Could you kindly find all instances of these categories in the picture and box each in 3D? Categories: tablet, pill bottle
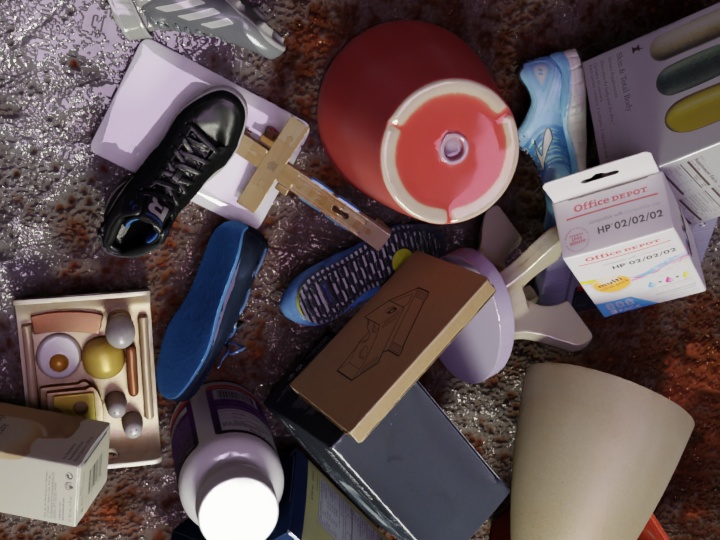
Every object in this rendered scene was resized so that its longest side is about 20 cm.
[{"bbox_3d":[-0.164,-0.138,1.342,0.198,0.014,0.131,26,101,-21],"label":"tablet"},{"bbox_3d":[-0.140,0.206,1.366,0.110,0.200,0.113,-4,110,-11],"label":"pill bottle"}]

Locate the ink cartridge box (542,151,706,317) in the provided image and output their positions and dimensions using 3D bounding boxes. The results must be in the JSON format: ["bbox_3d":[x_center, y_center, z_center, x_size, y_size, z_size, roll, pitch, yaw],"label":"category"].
[{"bbox_3d":[0.266,-0.031,1.300,0.114,0.069,0.200,-17,150,20],"label":"ink cartridge box"}]

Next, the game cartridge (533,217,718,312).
[{"bbox_3d":[0.293,-0.009,1.453,0.197,0.039,0.131,-11,139,-9],"label":"game cartridge"}]

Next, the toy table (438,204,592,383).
[{"bbox_3d":[0.151,0.028,1.395,0.116,0.200,0.186,-26,80,-21],"label":"toy table"}]

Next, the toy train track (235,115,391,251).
[{"bbox_3d":[-0.054,-0.090,1.349,0.199,0.033,0.115,34,116,-7],"label":"toy train track"}]

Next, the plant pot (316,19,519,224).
[{"bbox_3d":[0.068,-0.141,1.308,0.197,0.177,0.204,-4,109,-12],"label":"plant pot"}]

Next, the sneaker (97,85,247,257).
[{"bbox_3d":[-0.182,-0.086,1.282,0.073,0.112,0.200,37,110,-21],"label":"sneaker"}]

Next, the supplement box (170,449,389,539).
[{"bbox_3d":[-0.083,0.348,1.437,0.199,0.135,0.200,-34,114,21],"label":"supplement box"}]

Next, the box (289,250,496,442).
[{"bbox_3d":[0.028,0.070,1.300,0.200,0.163,0.021,-47,116,-9],"label":"box"}]

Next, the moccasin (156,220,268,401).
[{"bbox_3d":[-0.147,0.050,1.374,0.068,0.080,0.202,17,104,-52],"label":"moccasin"}]

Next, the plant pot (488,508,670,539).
[{"bbox_3d":[0.259,0.349,1.524,0.199,0.176,0.201,-36,114,1],"label":"plant pot"}]

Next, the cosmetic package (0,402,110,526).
[{"bbox_3d":[-0.365,0.189,1.326,0.197,0.105,0.072,10,110,4],"label":"cosmetic package"}]

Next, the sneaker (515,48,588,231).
[{"bbox_3d":[0.202,-0.137,1.410,0.088,0.078,0.203,-2,107,8],"label":"sneaker"}]

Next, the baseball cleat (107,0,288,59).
[{"bbox_3d":[-0.172,-0.253,1.279,0.199,0.070,0.107,37,105,-12],"label":"baseball cleat"}]

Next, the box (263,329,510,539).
[{"bbox_3d":[0.024,0.187,1.387,0.117,0.199,0.197,-45,113,-13],"label":"box"}]

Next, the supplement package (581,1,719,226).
[{"bbox_3d":[0.354,-0.157,1.316,0.198,0.154,0.150,-21,150,29],"label":"supplement package"}]

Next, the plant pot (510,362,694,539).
[{"bbox_3d":[0.230,0.227,1.355,0.186,0.187,0.203,27,73,-20],"label":"plant pot"}]

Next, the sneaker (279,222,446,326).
[{"bbox_3d":[0.000,0.000,1.411,0.198,0.078,0.067,-26,100,-23],"label":"sneaker"}]

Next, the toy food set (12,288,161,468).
[{"bbox_3d":[-0.287,0.118,1.376,0.141,0.060,0.203,-5,109,-12],"label":"toy food set"}]
